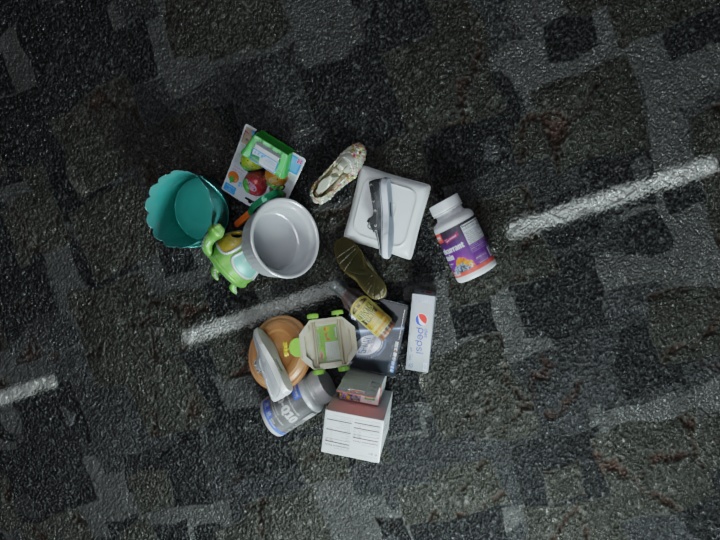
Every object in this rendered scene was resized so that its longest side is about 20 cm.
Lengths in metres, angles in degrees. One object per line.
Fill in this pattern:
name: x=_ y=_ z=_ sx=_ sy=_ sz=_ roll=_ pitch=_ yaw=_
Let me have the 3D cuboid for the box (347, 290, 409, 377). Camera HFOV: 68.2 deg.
box: x=0.039 y=0.170 z=1.440 sx=0.155 sy=0.044 sz=0.206 roll=13 pitch=99 yaw=9

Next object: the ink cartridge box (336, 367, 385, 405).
ink cartridge box: x=0.003 y=0.309 z=1.385 sx=0.106 sy=0.200 sz=0.052 roll=8 pitch=99 yaw=9

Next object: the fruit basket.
fruit basket: x=-0.264 y=-0.254 z=1.417 sx=0.182 sy=0.094 sz=0.203 roll=30 pitch=111 yaw=-3

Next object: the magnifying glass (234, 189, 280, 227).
magnifying glass: x=-0.281 y=-0.162 z=1.416 sx=0.198 sy=0.079 sz=0.023 roll=-25 pitch=97 yaw=44

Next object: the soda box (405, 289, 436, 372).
soda box: x=0.161 y=0.158 z=1.404 sx=0.061 sy=0.068 sz=0.207 roll=6 pitch=98 yaw=11

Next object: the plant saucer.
plant saucer: x=-0.225 y=0.224 z=1.459 sx=0.194 sy=0.032 sz=0.207 roll=-7 pitch=71 yaw=20

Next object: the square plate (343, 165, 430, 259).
square plate: x=0.067 y=-0.153 z=1.402 sx=0.194 sy=0.028 sz=0.204 roll=17 pitch=99 yaw=8

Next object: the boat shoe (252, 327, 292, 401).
boat shoe: x=-0.247 y=0.250 z=1.410 sx=0.068 sy=0.072 sz=0.203 roll=-34 pitch=72 yaw=8

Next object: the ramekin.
ramekin: x=-0.213 y=-0.078 z=1.382 sx=0.097 sy=0.197 sz=0.206 roll=-9 pitch=98 yaw=54

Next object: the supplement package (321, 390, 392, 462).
supplement package: x=-0.005 y=0.392 z=1.397 sx=0.151 sy=0.200 sz=0.115 roll=8 pitch=98 yaw=9

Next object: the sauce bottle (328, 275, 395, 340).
sauce bottle: x=0.001 y=0.096 z=1.383 sx=0.198 sy=0.066 sz=0.067 roll=39 pitch=102 yaw=3

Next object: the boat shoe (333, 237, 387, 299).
boat shoe: x=0.001 y=0.000 z=1.414 sx=0.071 sy=0.066 sz=0.202 roll=-41 pitch=70 yaw=1

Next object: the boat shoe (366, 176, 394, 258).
boat shoe: x=0.047 y=-0.134 z=1.361 sx=0.064 sy=0.070 sz=0.207 roll=-1 pitch=97 yaw=18

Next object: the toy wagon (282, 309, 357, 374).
toy wagon: x=-0.107 y=0.192 z=1.402 sx=0.193 sy=0.040 sz=0.160 roll=-7 pitch=83 yaw=-1

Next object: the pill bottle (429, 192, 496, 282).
pill bottle: x=0.251 y=-0.084 z=1.334 sx=0.109 sy=0.111 sz=0.204 roll=-26 pitch=92 yaw=12

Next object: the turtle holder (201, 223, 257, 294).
turtle holder: x=-0.344 y=-0.049 z=1.428 sx=0.131 sy=0.141 sz=0.187 roll=-39 pitch=106 yaw=4

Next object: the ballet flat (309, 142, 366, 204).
ballet flat: x=-0.059 y=-0.251 z=1.394 sx=0.076 sy=0.064 sz=0.201 roll=43 pitch=102 yaw=6

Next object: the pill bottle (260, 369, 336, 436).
pill bottle: x=-0.170 y=0.358 z=1.468 sx=0.198 sy=0.114 sz=0.115 roll=-35 pitch=90 yaw=13

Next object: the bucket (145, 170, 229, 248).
bucket: x=-0.461 y=-0.165 z=1.444 sx=0.200 sy=0.135 sz=0.214 roll=2 pitch=98 yaw=11
